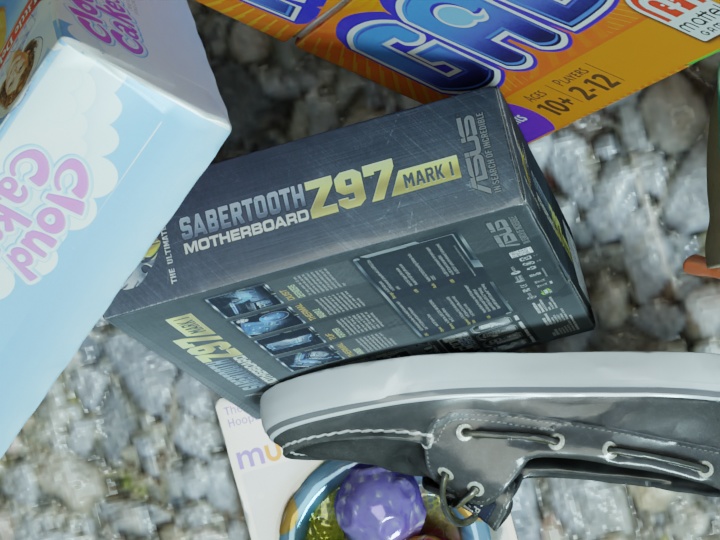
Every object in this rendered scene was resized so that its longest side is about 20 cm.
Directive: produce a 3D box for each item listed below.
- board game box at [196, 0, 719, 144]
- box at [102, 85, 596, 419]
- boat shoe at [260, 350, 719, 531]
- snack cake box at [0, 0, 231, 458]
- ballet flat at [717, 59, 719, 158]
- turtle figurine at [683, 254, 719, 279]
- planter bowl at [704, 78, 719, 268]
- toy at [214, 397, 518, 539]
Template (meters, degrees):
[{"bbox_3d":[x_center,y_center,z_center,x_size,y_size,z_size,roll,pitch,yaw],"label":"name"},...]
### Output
[{"bbox_3d":[0.037,-0.187,0.720,0.199,0.200,0.200,23,75,-14],"label":"board game box"},{"bbox_3d":[0.000,0.000,0.826,0.157,0.200,0.051,-16,72,10],"label":"box"},{"bbox_3d":[0.059,0.073,0.868,0.199,0.070,0.067,-1,73,-2],"label":"boat shoe"},{"bbox_3d":[-0.132,-0.013,0.729,0.067,0.115,0.200,27,112,-27],"label":"snack cake box"},{"bbox_3d":[0.151,-0.103,0.701,0.067,0.070,0.201,8,78,34],"label":"ballet flat"},{"bbox_3d":[0.221,0.071,0.880,0.199,0.064,0.162,14,106,18],"label":"turtle figurine"},{"bbox_3d":[0.222,-0.078,0.794,0.199,0.200,0.135,-6,89,8],"label":"planter bowl"},{"bbox_3d":[0.014,0.139,0.911,0.115,0.047,0.201,-15,91,5],"label":"toy"}]
